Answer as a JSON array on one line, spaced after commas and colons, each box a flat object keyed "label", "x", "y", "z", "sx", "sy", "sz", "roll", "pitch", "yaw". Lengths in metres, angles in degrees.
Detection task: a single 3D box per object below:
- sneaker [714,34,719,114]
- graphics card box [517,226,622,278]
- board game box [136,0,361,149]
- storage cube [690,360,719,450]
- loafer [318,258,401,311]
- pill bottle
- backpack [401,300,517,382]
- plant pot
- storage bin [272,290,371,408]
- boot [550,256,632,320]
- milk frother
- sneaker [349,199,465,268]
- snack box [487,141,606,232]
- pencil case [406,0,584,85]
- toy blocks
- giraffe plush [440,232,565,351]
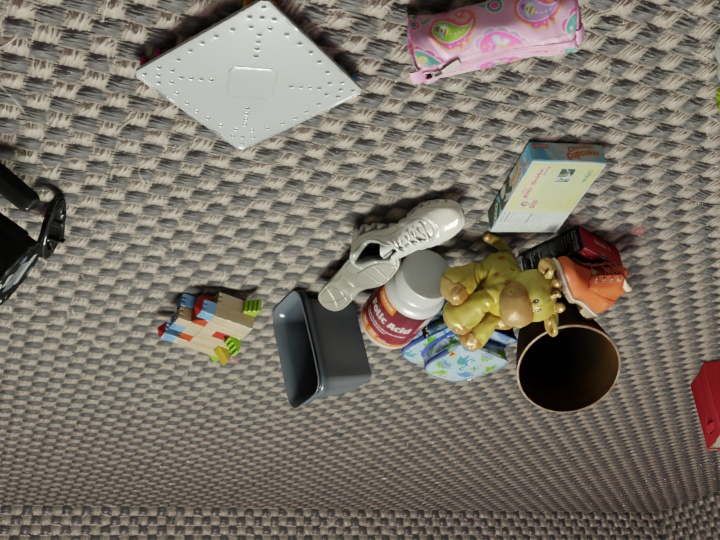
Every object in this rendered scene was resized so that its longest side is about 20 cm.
[{"label": "sneaker", "x": 0.503, "y": -0.261, "z": 1.102, "sx": 0.104, "sy": 0.076, "sz": 0.200, "roll": -23, "pitch": 157, "yaw": 8}, {"label": "graphics card box", "x": 0.348, "y": -0.002, "z": 1.582, "sx": 0.125, "sy": 0.051, "sz": 0.199, "roll": 20, "pitch": 142, "yaw": -40}, {"label": "board game box", "x": -0.132, "y": -0.236, "z": 1.071, "sx": 0.199, "sy": 0.026, "sz": 0.200, "roll": -20, "pitch": 150, "yaw": 27}, {"label": "storage cube", "x": 0.939, "y": 0.327, "z": 2.185, "sx": 0.198, "sy": 0.181, "sz": 0.171, "roll": -9, "pitch": 153, "yaw": 5}, {"label": "loafer", "x": 0.000, "y": 0.000, "z": 1.531, "sx": 0.072, "sy": 0.063, "sz": 0.200, "roll": 43, "pitch": 131, "yaw": -13}, {"label": "pill bottle", "x": 0.082, "y": 0.051, "z": 1.568, "sx": 0.113, "sy": 0.115, "sz": 0.200, "roll": 5, "pitch": 151, "yaw": -18}, {"label": "backpack", "x": 0.178, "y": 0.130, "z": 1.703, "sx": 0.182, "sy": 0.148, "sz": 0.199, "roll": 21, "pitch": 146, "yaw": -37}, {"label": "plant pot", "x": 0.372, "y": 0.131, "z": 1.665, "sx": 0.185, "sy": 0.200, "sz": 0.188, "roll": 0, "pitch": 118, "yaw": 0}, {"label": "storage bin", "x": -0.071, "y": 0.150, "z": 1.661, "sx": 0.133, "sy": 0.202, "sz": 0.145, "roll": 1, "pitch": 154, "yaw": -33}, {"label": "boot", "x": 0.391, "y": 0.010, "z": 1.498, "sx": 0.107, "sy": 0.075, "sz": 0.200, "roll": -32, "pitch": 146, "yaw": 22}, {"label": "milk frother", "x": -0.522, "y": -0.069, "z": 1.223, "sx": 0.188, "sy": 0.181, "sz": 0.200, "roll": 37, "pitch": 176, "yaw": -6}, {"label": "sneaker", "x": 0.071, "y": -0.051, "z": 1.385, "sx": 0.199, "sy": 0.081, "sz": 0.076, "roll": -21, "pitch": 106, "yaw": 23}, {"label": "snack box", "x": 0.279, "y": -0.122, "z": 1.351, "sx": 0.115, "sy": 0.037, "sz": 0.200, "roll": 0, "pitch": 152, "yaw": -12}, {"label": "pencil case", "x": 0.149, "y": -0.266, "z": 1.000, "sx": 0.198, "sy": 0.088, "sz": 0.088, "roll": -11, "pitch": 152, "yaw": 10}, {"label": "toy blocks", "x": -0.286, "y": 0.093, "z": 1.626, "sx": 0.136, "sy": 0.101, "sz": 0.200, "roll": 22, "pitch": 144, "yaw": -23}, {"label": "giraffe plush", "x": 0.252, "y": 0.045, "z": 1.456, "sx": 0.162, "sy": 0.200, "sz": 0.173, "roll": 21, "pitch": 154, "yaw": 52}]
